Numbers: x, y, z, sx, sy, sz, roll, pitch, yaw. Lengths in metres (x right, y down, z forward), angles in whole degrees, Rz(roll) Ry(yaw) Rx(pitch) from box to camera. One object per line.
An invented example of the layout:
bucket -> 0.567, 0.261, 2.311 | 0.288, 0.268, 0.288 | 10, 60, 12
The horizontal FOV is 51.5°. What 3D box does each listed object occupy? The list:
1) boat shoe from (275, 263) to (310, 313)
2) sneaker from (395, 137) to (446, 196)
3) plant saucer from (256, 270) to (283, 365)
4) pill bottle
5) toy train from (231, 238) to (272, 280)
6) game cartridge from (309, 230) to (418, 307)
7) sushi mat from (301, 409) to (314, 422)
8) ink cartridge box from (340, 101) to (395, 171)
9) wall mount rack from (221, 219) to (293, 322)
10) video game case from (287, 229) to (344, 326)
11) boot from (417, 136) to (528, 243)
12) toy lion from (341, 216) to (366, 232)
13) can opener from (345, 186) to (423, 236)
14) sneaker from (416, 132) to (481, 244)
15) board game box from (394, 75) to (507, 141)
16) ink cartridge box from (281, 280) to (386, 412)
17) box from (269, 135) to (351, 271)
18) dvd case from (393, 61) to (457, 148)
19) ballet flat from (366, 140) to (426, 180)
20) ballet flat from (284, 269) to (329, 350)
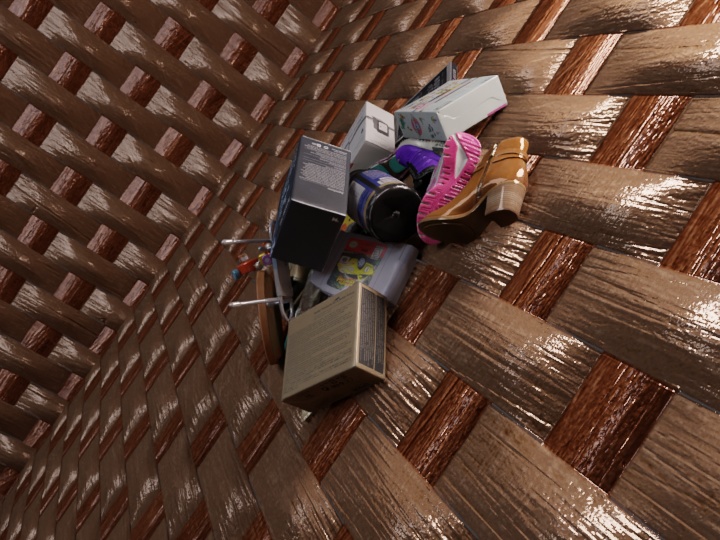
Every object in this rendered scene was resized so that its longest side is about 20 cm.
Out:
boat shoe -> -0.116, 0.003, 1.520 | 0.076, 0.071, 0.201 | -96, 27, -60
sneaker -> 0.121, -0.195, 1.445 | 0.200, 0.069, 0.100 | 15, 78, 56
plant saucer -> -0.189, 0.098, 1.584 | 0.032, 0.201, 0.201 | -8, 30, -1
pill bottle -> 0.032, -0.129, 1.403 | 0.112, 0.112, 0.200 | -53, 28, 4
toy train -> -0.182, -0.046, 1.602 | 0.199, 0.056, 0.150 | -25, 3, -23
game cartridge -> 0.000, 0.000, 1.386 | 0.199, 0.041, 0.134 | 12, 71, 39
sushi mat -> -0.049, 0.180, 1.367 | 0.200, 0.012, 0.096 | -51, 24, 9
ink cartridge box -> 0.013, -0.283, 1.759 | 0.146, 0.083, 0.201 | -55, 20, 33
wall mount rack -> -0.188, 0.005, 1.422 | 0.074, 0.174, 0.202 | -11, 84, 15
video game case -> -0.092, 0.037, 1.560 | 0.200, 0.023, 0.183 | -35, 50, 39
boot -> 0.192, -0.132, 1.235 | 0.199, 0.074, 0.156 | -12, 52, 39
toy lion -> -0.049, -0.075, 1.668 | 0.200, 0.068, 0.192 | -50, 30, 12
can opener -> 0.052, -0.101, 1.518 | 0.199, 0.067, 0.054 | -24, 35, 29
sneaker -> 0.157, -0.138, 1.322 | 0.088, 0.081, 0.201 | 64, -131, -85
board game box -> 0.174, -0.321, 1.478 | 0.147, 0.065, 0.200 | -31, 21, -12
ink cartridge box -> -0.046, 0.135, 1.295 | 0.200, 0.075, 0.166 | -30, 44, 40
box -> -0.092, -0.127, 1.406 | 0.201, 0.106, 0.149 | -88, 19, -47
dvd case -> 0.147, -0.378, 1.731 | 0.200, 0.025, 0.151 | -40, 28, 34
ballet flat -> 0.069, -0.223, 1.634 | 0.200, 0.069, 0.071 | -37, 3, 23
ballet flat -> -0.093, 0.079, 1.475 | 0.072, 0.071, 0.201 | 26, 100, 67
